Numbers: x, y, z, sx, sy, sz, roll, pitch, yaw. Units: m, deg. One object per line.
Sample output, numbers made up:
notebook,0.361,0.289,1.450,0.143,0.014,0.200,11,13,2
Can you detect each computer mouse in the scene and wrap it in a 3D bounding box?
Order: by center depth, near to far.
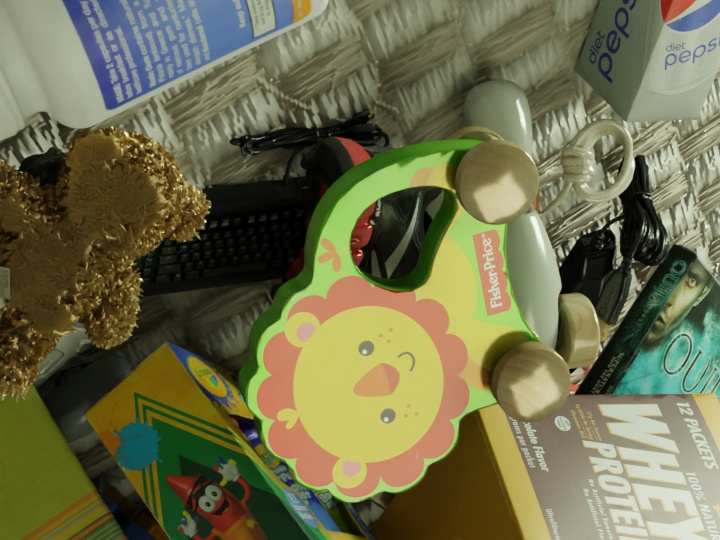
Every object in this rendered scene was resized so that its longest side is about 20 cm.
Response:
computer mouse,0.165,0.027,1.180,0.046,0.141,0.201,24,115,-10

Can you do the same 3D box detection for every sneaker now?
sneaker,0.000,0.000,1.073,0.097,0.071,0.201,-7,134,-25

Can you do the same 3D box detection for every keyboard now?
keyboard,-0.048,-0.042,1.067,0.199,0.021,0.128,-9,131,-28

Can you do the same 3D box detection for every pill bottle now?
pill bottle,-0.126,-0.142,0.861,0.199,0.112,0.113,-27,137,-11

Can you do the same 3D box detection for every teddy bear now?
teddy bear,-0.177,-0.009,0.932,0.144,0.067,0.201,27,115,-12

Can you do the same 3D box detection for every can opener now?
can opener,-0.231,0.107,1.048,0.200,0.067,0.053,-39,139,10

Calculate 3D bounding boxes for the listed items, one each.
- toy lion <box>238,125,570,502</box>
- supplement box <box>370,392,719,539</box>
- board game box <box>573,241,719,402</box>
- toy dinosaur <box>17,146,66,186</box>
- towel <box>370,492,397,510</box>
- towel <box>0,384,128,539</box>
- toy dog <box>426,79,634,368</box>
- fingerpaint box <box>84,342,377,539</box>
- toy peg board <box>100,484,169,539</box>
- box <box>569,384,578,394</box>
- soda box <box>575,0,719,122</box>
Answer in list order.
toy lion,0.018,0.032,0.991,0.190,0.069,0.202,-14,108,-9
supplement box,0.138,0.192,1.136,0.198,0.134,0.198,2,141,-28
board game box,0.235,0.079,1.228,0.136,0.028,0.200,-57,142,-5
toy dinosaur,-0.214,0.010,0.986,0.200,0.048,0.088,-44,123,8
towel,0.046,0.066,1.168,0.201,0.034,0.132,-58,139,-9
towel,-0.205,0.134,1.002,0.086,0.201,0.018,-32,168,-7
toy dog,0.094,-0.015,1.107,0.131,0.096,0.202,14,84,-23
fingerpaint box,-0.067,0.143,1.060,0.073,0.167,0.200,-40,161,3
toy peg board,-0.131,0.211,1.120,0.098,0.199,0.200,-45,139,-16
box,0.136,0.149,1.299,0.199,0.095,0.103,17,117,-41
soda box,0.207,-0.195,1.066,0.063,0.068,0.201,-5,129,-30
